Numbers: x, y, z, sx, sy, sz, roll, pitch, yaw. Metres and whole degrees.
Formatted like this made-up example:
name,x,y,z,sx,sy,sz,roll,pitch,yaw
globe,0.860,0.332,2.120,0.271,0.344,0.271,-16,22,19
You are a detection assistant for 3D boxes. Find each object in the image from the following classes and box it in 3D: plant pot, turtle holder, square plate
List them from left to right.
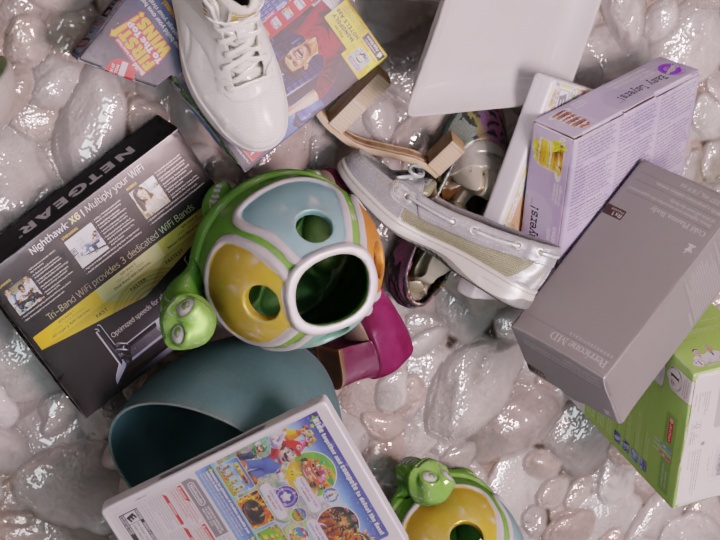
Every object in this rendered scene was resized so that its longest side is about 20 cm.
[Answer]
name,x,y,z,sx,sy,sz,roll,pitch,yaw
plant pot,-0.093,0.132,1.513,0.201,0.199,0.135,57,45,-29
turtle holder,-0.067,-0.005,1.422,0.184,0.132,0.142,7,104,-30
turtle holder,0.091,0.250,1.659,0.140,0.132,0.187,-3,109,-24
square plate,0.128,-0.226,1.483,0.199,0.028,0.199,-9,127,-42

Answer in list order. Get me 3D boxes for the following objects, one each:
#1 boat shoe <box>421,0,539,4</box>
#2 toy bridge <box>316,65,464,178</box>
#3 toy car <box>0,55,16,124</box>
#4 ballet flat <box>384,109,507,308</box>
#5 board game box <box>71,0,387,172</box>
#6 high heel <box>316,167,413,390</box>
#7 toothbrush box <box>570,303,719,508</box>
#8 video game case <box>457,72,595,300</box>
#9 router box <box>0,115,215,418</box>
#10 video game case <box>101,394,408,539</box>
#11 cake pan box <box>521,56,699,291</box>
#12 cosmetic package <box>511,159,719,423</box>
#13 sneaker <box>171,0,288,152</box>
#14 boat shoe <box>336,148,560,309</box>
name,x,y,z,sx,sy,sz,roll,pitch,yaw
boat shoe,0.068,-0.250,1.497,0.201,0.086,0.075,11,103,-29
toy bridge,-0.003,-0.144,1.523,0.200,0.027,0.067,39,109,-23
toy car,-0.343,-0.143,1.296,0.199,0.150,0.176,-34,119,-11
ballet flat,0.086,-0.055,1.584,0.069,0.071,0.201,23,96,-28
board game box,-0.117,-0.189,1.425,0.199,0.062,0.200,-38,106,-4
high heel,0.000,0.000,1.579,0.096,0.067,0.202,-21,118,-40
toothbrush box,0.274,0.095,1.641,0.085,0.200,0.147,-12,123,-23
video game case,0.172,-0.066,1.606,0.181,0.023,0.201,5,107,-56
router box,-0.195,-0.003,1.474,0.200,0.052,0.158,-38,120,-11
video game case,-0.082,0.198,1.408,0.199,0.018,0.144,-26,109,10
cake pan box,0.221,-0.076,1.598,0.199,0.052,0.185,-29,136,-39
cosmetic package,0.231,0.017,1.541,0.200,0.106,0.090,-50,145,-19
sneaker,-0.098,-0.176,1.341,0.073,0.116,0.201,-24,105,-11
boat shoe,0.072,-0.046,1.513,0.201,0.074,0.065,35,101,12
